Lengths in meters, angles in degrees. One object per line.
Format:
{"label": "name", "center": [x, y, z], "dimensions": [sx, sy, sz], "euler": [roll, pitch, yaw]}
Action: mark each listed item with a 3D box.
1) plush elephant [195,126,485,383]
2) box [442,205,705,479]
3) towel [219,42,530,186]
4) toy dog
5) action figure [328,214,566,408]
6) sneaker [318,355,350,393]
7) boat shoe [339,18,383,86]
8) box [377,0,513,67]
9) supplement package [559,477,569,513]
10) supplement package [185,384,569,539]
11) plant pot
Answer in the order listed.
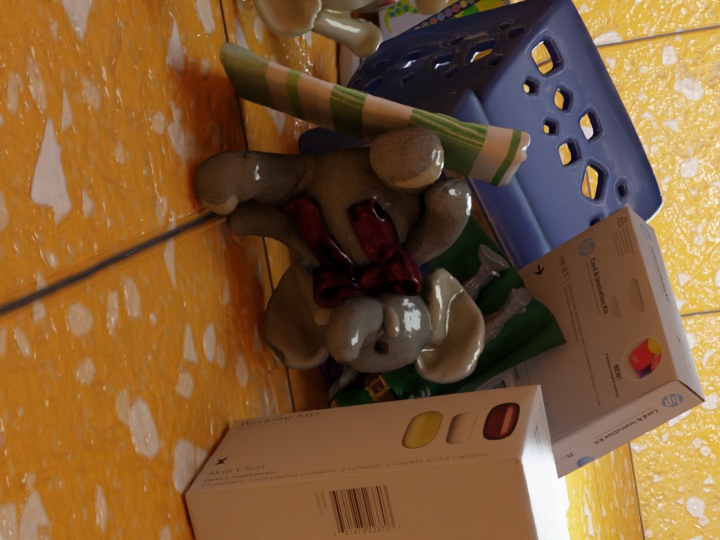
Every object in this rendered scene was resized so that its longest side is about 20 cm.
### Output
{"label": "plush elephant", "center": [0.000, 0.000, 1.157], "dimensions": [0.200, 0.165, 0.155], "euler": [8, 78, -73]}
{"label": "box", "center": [0.128, 0.067, 1.235], "dimensions": [0.041, 0.200, 0.156], "euler": [34, 34, -38]}
{"label": "towel", "center": [0.010, -0.102, 1.163], "dimensions": [0.153, 0.200, 0.023], "euler": [80, 29, -87]}
{"label": "toy dog", "center": [-0.022, -0.249, 1.332], "dimensions": [0.194, 0.140, 0.200], "euler": [47, 11, 12]}
{"label": "action figure", "center": [0.035, 0.069, 1.246], "dimensions": [0.055, 0.200, 0.118], "euler": [18, 33, -54]}
{"label": "sneaker", "center": [-0.005, 0.032, 1.315], "dimensions": [0.088, 0.080, 0.200], "euler": [-60, 141, -56]}
{"label": "boat shoe", "center": [0.026, -0.122, 1.527], "dimensions": [0.074, 0.067, 0.200], "euler": [32, 51, -72]}
{"label": "box", "center": [0.080, -0.252, 1.661], "dimensions": [0.200, 0.122, 0.193], "euler": [12, 72, -84]}
{"label": "supplement package", "center": [0.109, 0.143, 1.597], "dimensions": [0.120, 0.121, 0.200], "euler": [-44, 124, -73]}
{"label": "supplement package", "center": [0.019, 0.168, 1.066], "dimensions": [0.111, 0.200, 0.156], "euler": [-58, 138, -69]}
{"label": "plant pot", "center": [0.084, -0.076, 1.373], "dimensions": [0.180, 0.200, 0.200], "euler": [-45, 115, -44]}
